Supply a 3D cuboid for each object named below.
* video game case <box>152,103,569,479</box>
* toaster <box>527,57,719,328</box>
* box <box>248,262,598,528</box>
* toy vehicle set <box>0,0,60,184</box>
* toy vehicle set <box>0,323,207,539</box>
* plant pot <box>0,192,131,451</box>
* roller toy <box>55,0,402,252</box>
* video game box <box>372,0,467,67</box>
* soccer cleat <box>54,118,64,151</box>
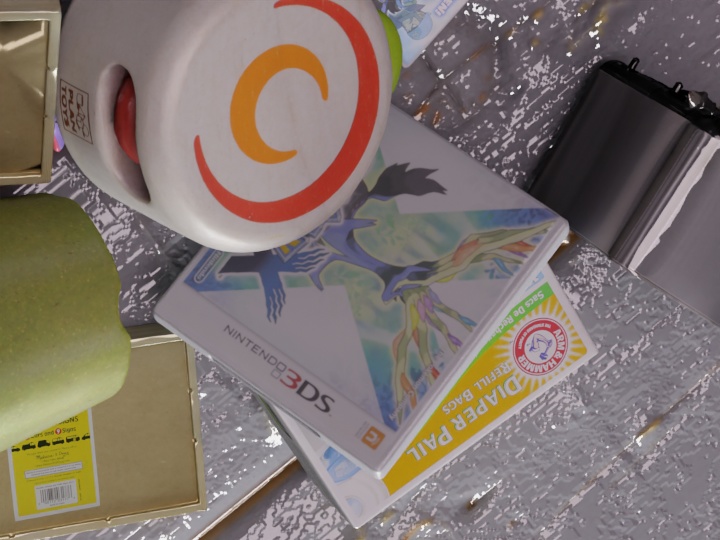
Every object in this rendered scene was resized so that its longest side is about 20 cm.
[{"bbox_3d":[0.000,0.000,1.614,0.182,0.022,0.200,34,77,17],"label":"video game case"},{"bbox_3d":[0.219,-0.043,1.675,0.199,0.181,0.119,30,95,-25],"label":"toaster"},{"bbox_3d":[0.035,0.054,1.680,0.200,0.101,0.113,-36,113,-7],"label":"box"},{"bbox_3d":[-0.274,-0.103,1.485,0.199,0.027,0.125,-3,131,-16],"label":"toy vehicle set"},{"bbox_3d":[-0.200,0.107,1.654,0.199,0.027,0.125,-8,107,-17],"label":"toy vehicle set"},{"bbox_3d":[-0.243,0.039,1.528,0.183,0.200,0.202,-17,111,-30],"label":"plant pot"},{"bbox_3d":[-0.088,-0.115,1.557,0.200,0.139,0.183,35,84,-43],"label":"roller toy"},{"bbox_3d":[0.030,-0.261,1.620,0.200,0.047,0.182,-48,112,-2],"label":"video game box"},{"bbox_3d":[-0.266,-0.103,1.550,0.199,0.068,0.074,-4,106,-22],"label":"soccer cleat"}]
